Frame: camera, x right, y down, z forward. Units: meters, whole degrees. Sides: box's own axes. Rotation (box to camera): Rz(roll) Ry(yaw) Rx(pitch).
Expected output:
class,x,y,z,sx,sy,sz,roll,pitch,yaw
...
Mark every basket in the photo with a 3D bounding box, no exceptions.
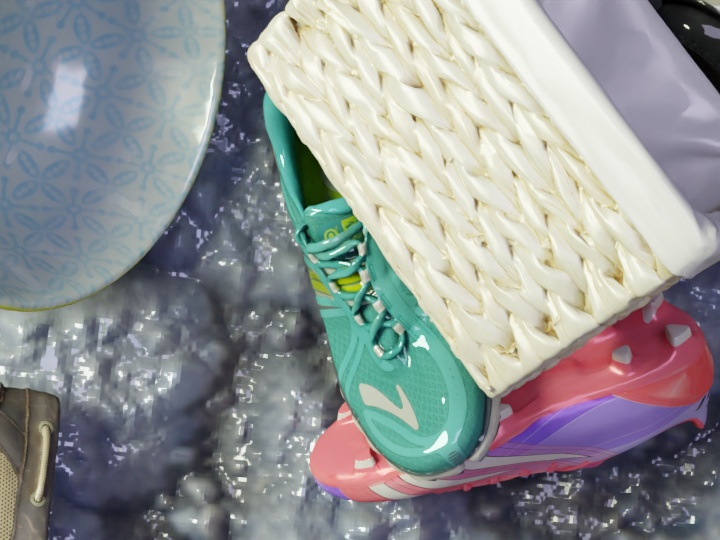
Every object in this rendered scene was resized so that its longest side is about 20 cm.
class,x,y,z,sx,sy,sz,roll,pitch,yaw
basket,0.066,-0.063,0.716,0.123,0.135,0.201,-40,80,28

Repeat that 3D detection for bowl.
class,x,y,z,sx,sy,sz,roll,pitch,yaw
bowl,-0.161,-0.093,0.730,0.107,0.200,0.202,17,79,33

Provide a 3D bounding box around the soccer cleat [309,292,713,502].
class,x,y,z,sx,sy,sz,roll,pitch,yaw
soccer cleat,0.075,0.076,0.803,0.198,0.067,0.077,-21,125,-4

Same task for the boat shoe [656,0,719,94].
class,x,y,z,sx,sy,sz,roll,pitch,yaw
boat shoe,0.193,-0.052,0.802,0.063,0.073,0.201,-49,124,-8

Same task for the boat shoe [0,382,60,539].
class,x,y,z,sx,sy,sz,roll,pitch,yaw
boat shoe,-0.150,0.147,0.741,0.072,0.074,0.203,-5,88,-12

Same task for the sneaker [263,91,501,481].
class,x,y,z,sx,sy,sz,roll,pitch,yaw
sneaker,0.000,0.000,0.757,0.077,0.080,0.202,-28,68,15

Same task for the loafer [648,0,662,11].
class,x,y,z,sx,sy,sz,roll,pitch,yaw
loafer,0.129,-0.097,0.821,0.067,0.070,0.203,20,82,-10
